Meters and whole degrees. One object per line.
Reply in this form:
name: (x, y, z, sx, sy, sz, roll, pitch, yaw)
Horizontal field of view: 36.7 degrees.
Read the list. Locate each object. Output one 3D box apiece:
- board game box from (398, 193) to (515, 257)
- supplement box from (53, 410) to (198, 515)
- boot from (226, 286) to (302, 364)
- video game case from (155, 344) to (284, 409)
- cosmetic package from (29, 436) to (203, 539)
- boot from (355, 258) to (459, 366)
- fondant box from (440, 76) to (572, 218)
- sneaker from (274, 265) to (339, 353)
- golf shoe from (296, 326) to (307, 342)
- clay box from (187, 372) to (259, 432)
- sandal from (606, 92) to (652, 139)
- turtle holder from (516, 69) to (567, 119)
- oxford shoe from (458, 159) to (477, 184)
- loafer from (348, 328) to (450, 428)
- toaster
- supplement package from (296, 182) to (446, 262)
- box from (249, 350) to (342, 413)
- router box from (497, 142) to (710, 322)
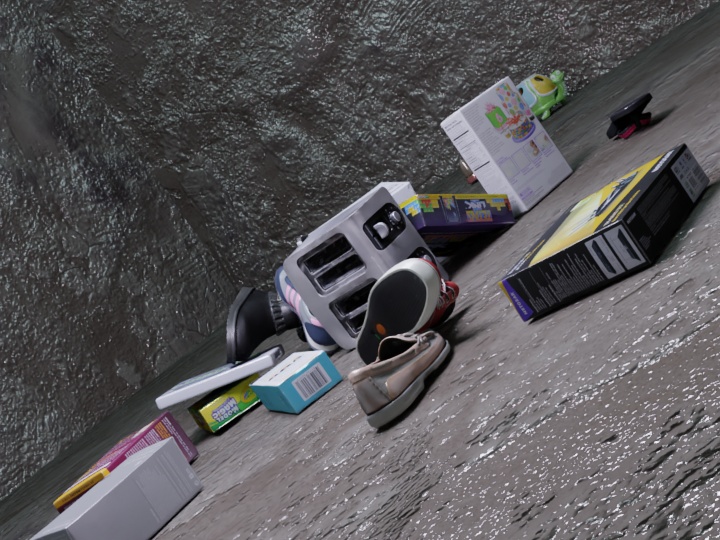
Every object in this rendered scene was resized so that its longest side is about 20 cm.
board game box: (0.121, -0.069, 1.752, 0.200, 0.057, 0.165, -4, -15, -38)
supplement box: (-0.339, 0.302, 1.590, 0.110, 0.086, 0.200, -33, 5, 25)
boot: (-0.138, 0.088, 1.827, 0.157, 0.080, 0.211, 5, 30, 6)
video game case: (-0.230, 0.175, 1.815, 0.200, 0.023, 0.182, -22, 1, 2)
cosmetic package: (-0.302, 0.303, 1.344, 0.107, 0.090, 0.200, -28, 5, 38)
boot: (0.077, 0.027, 1.287, 0.144, 0.072, 0.200, -35, -17, -33)
fondant box: (0.247, -0.205, 1.822, 0.144, 0.200, 0.058, -38, 6, -35)
sneaker: (-0.080, 0.040, 1.768, 0.070, 0.200, 0.082, -14, -45, -26)
golf shoe: (-0.077, 0.028, 1.967, 0.078, 0.201, 0.094, 10, 7, 15)
clay box: (-0.220, 0.218, 1.813, 0.115, 0.048, 0.200, -34, 3, -17)
sandal: (0.454, -0.247, 1.812, 0.075, 0.045, 0.200, -29, -9, 3)
turtle holder: (0.548, -0.534, 3.334, 0.141, 0.132, 0.185, -35, 5, -12)
oxford shoe: (0.327, -0.303, 2.940, 0.070, 0.075, 0.200, -33, 5, 34)
loafer: (0.042, 0.094, 1.141, 0.072, 0.063, 0.200, -34, 5, 25)
toaster: (0.000, 0.000, 1.640, 0.200, 0.181, 0.119, -31, 8, 34)
supplement package: (0.023, -0.036, 1.885, 0.200, 0.156, 0.111, -36, 19, -18)
box: (-0.095, 0.158, 1.539, 0.082, 0.049, 0.200, -36, 5, -16)
router box: (0.248, -0.040, 1.097, 0.157, 0.052, 0.200, -31, 6, 41)
